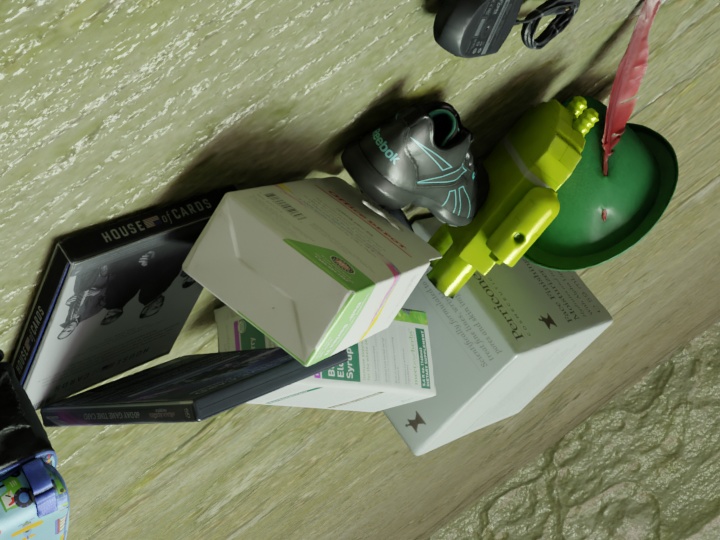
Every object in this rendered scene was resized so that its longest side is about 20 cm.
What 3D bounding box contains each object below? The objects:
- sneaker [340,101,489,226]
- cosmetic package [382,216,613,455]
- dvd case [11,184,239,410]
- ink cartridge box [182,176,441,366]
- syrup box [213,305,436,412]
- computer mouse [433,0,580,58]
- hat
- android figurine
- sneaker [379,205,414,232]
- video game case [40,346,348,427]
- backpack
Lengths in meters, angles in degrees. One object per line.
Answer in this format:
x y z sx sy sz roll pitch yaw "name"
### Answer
0.065 -0.086 1.122 0.079 0.076 0.200 -45 161 20 "sneaker"
0.108 0.052 1.398 0.199 0.165 0.165 -14 151 -53 "cosmetic package"
-0.175 0.025 1.031 0.150 0.025 0.200 -22 158 -39 "dvd case"
-0.027 -0.006 1.025 0.068 0.117 0.200 -57 166 18 "ink cartridge box"
-0.028 0.073 1.228 0.081 0.080 0.199 -19 161 38 "syrup box"
0.106 -0.188 1.029 0.199 0.034 0.059 -18 138 -57 "computer mouse"
0.186 -0.130 1.261 0.201 0.165 0.176 -57 137 -21 "hat"
0.129 -0.069 1.220 0.200 0.041 0.182 -49 -165 11 "android figurine"
0.000 0.000 1.224 0.087 0.075 0.200 -27 162 -11 "sneaker"
-0.124 0.084 1.037 0.142 0.019 0.199 -19 -172 -42 "video game case"
-0.312 0.165 0.954 0.199 0.135 0.183 -22 157 -30 "backpack"
